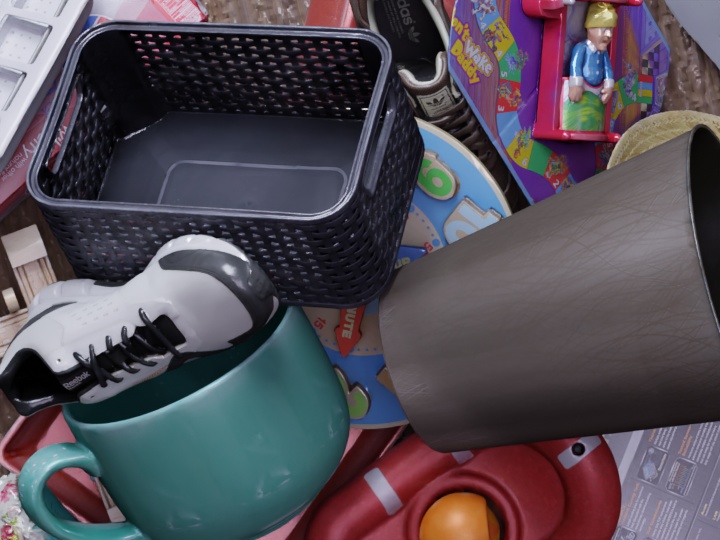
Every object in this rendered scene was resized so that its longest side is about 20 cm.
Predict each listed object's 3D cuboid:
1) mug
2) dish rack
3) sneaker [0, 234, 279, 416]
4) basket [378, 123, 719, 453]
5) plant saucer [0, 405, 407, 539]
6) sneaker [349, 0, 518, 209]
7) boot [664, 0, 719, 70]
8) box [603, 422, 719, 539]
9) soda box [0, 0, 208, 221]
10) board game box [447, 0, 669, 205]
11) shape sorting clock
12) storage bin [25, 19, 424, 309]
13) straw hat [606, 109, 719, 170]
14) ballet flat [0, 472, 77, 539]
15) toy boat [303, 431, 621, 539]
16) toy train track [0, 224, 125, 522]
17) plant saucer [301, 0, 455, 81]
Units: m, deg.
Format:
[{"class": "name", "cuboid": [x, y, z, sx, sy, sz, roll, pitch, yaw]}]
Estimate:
[{"class": "mug", "cuboid": [-0.097, 0.098, 1.624, 0.185, 0.152, 0.114, -21, 113, 17]}, {"class": "dish rack", "cuboid": [-0.263, -0.134, 1.659, 0.200, 0.044, 0.172, 18, 71, 26]}, {"class": "sneaker", "cuboid": [-0.128, 0.039, 1.554, 0.074, 0.200, 0.080, 53, 44, -19]}, {"class": "basket", "cuboid": [0.123, 0.027, 1.569, 0.200, 0.136, 0.180, -18, 55, 21]}, {"class": "plant saucer", "cuboid": [-0.092, 0.094, 1.715, 0.200, 0.037, 0.200, 36, 83, -3]}, {"class": "sneaker", "cuboid": [0.041, -0.105, 1.678, 0.070, 0.076, 0.200, -23, 111, 10]}, {"class": "boot", "cuboid": [0.261, -0.176, 1.751, 0.096, 0.074, 0.200, -38, 100, -30]}, {"class": "box", "cuboid": [0.183, 0.172, 1.736, 0.158, 0.048, 0.200, 22, 85, -3]}, {"class": "soda box", "cuboid": [-0.186, -0.110, 1.697, 0.200, 0.070, 0.063, -42, 88, -6]}, {"class": "board game box", "cuboid": [0.136, -0.131, 1.683, 0.158, 0.039, 0.200, -51, 126, -26]}, {"class": "shape sorting clock", "cuboid": [0.000, 0.000, 1.670, 0.200, 0.039, 0.200, 2, 104, 6]}, {"class": "storage bin", "cuboid": [-0.076, -0.062, 1.590, 0.200, 0.094, 0.135, 4, 57, 18]}, {"class": "straw hat", "cuboid": [0.208, 0.003, 1.721, 0.201, 0.085, 0.201, 17, 52, -22]}, {"class": "ballet flat", "cuboid": [-0.171, 0.208, 1.680, 0.064, 0.076, 0.200, -34, 105, 12]}, {"class": "toy boat", "cuboid": [0.063, 0.156, 1.639, 0.200, 0.131, 0.131, -36, 88, 0]}, {"class": "toy train track", "cuboid": [-0.173, 0.068, 1.673, 0.115, 0.033, 0.200, -21, 91, -7]}, {"class": "plant saucer", "cuboid": [0.078, -0.198, 1.743, 0.199, 0.037, 0.200, 14, 86, -5]}]
